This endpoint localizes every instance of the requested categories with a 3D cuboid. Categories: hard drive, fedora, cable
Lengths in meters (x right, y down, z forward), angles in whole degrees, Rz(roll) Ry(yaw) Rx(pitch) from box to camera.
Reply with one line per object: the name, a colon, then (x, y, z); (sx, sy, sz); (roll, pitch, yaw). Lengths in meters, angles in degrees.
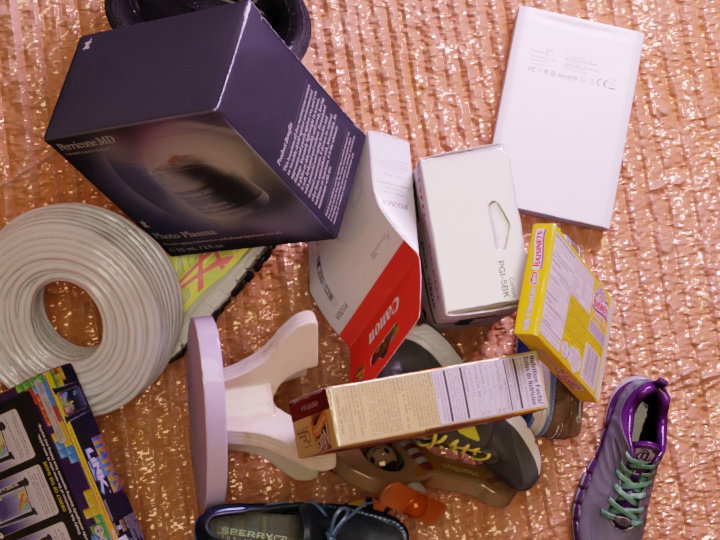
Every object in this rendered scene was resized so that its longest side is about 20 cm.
hard drive: (0.202, -0.152, 1.669); (0.130, 0.026, 0.202); (12, 83, -3)
fedora: (-0.149, -0.226, 1.607); (0.198, 0.092, 0.202); (6, 56, -10)
cable: (-0.266, 0.036, 1.553); (0.200, 0.069, 0.200); (41, 114, -2)

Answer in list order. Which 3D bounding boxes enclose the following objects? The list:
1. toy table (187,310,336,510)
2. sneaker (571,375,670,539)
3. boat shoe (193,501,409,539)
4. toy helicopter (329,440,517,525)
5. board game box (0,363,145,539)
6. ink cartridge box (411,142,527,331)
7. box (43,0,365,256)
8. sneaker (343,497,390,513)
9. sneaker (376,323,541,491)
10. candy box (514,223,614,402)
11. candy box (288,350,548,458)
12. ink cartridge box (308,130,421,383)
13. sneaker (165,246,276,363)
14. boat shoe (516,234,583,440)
toy table: (-0.097, 0.126, 1.550); (0.116, 0.201, 0.185); (-6, 47, -11)
sneaker: (0.252, 0.197, 1.601); (0.074, 0.088, 0.202); (12, 82, -3)
boat shoe: (-0.052, 0.250, 1.523); (0.197, 0.069, 0.085); (-2, 76, -6)
toy helicopter: (0.061, 0.192, 1.577); (0.198, 0.133, 0.079); (15, 117, -19)
board game box: (-0.303, 0.209, 1.537); (0.164, 0.057, 0.202); (-23, 89, 22)
ink cartridge box: (0.093, -0.025, 1.558); (0.082, 0.200, 0.149); (-9, 83, -5)
box: (-0.137, -0.118, 1.484); (0.198, 0.198, 0.124); (-6, 55, 34)
sneaker: (0.024, 0.313, 1.579); (0.089, 0.070, 0.202); (-18, 83, -3)
sneaker: (0.084, 0.143, 1.567); (0.200, 0.074, 0.085); (46, 58, -7)
candy box: (0.187, 0.042, 1.508); (0.026, 0.200, 0.103); (1, 69, 25)
candy box: (0.049, 0.117, 1.454); (0.198, 0.115, 0.056); (-9, 83, -21)
ink cartridge box: (0.000, 0.000, 1.531); (0.047, 0.160, 0.202); (13, 51, -19)
sneaker: (-0.147, -0.012, 1.602); (0.090, 0.078, 0.200); (41, 83, 3)
boat shoe: (0.195, 0.067, 1.627); (0.072, 0.072, 0.202); (16, 77, -21)
